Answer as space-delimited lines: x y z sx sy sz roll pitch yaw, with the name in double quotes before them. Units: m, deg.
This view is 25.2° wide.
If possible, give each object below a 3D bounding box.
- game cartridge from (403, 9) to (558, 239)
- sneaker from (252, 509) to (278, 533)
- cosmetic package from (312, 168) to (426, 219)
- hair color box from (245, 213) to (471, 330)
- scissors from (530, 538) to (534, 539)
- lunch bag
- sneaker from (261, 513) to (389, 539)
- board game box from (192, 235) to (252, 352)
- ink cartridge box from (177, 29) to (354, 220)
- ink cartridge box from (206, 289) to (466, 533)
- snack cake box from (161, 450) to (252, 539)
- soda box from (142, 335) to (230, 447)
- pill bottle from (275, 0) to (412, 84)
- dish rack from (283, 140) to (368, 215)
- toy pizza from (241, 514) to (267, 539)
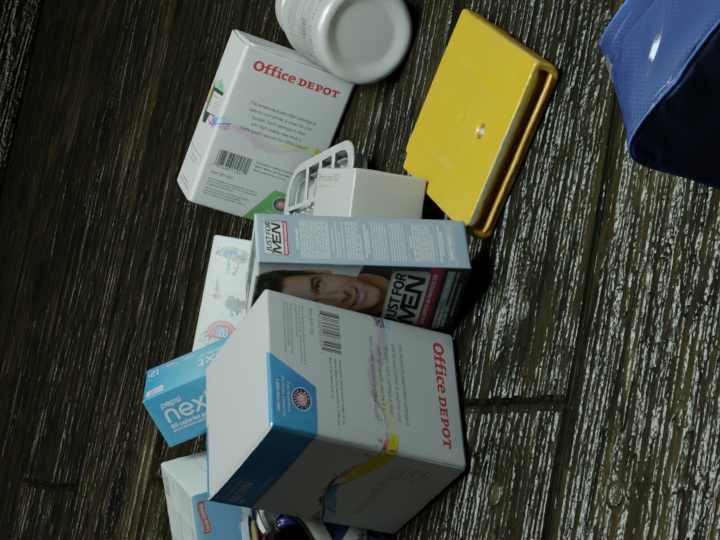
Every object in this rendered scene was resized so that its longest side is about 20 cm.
"game cartridge" 0.112 -0.147 1.573 0.178 0.032 0.200 -67 23 16
"sneaker" -0.075 0.189 1.725 0.114 0.075 0.202 -49 41 42
"cosmetic package" 0.000 0.000 1.629 0.107 0.084 0.202 -175 91 -67
"hair color box" -0.005 0.003 1.502 0.099 0.198 0.061 103 165 -51
"scissors" 0.092 0.286 1.381 0.201 0.014 0.073 -65 24 23
"lunch bag" 0.266 -0.173 1.131 0.200 0.135 0.133 -53 33 38
"sneaker" -0.037 0.235 1.563 0.081 0.114 0.201 -54 32 35
"board game box" -0.143 0.072 1.854 0.148 0.064 0.202 46 -127 -78
"ink cartridge box" -0.113 -0.166 1.916 0.202 0.144 0.084 -68 24 15
"ink cartridge box" -0.025 0.135 1.494 0.146 0.198 0.148 -50 34 44
"snack cake box" -0.156 0.309 1.738 0.115 0.067 0.202 -154 55 -63
"soda box" -0.129 0.112 1.723 0.198 0.068 0.064 -23 26 9
"pill bottle" -0.026 -0.287 1.840 0.200 0.113 0.115 41 113 63
"dish rack" -0.041 -0.033 1.810 0.171 0.043 0.202 -19 59 60
"toy pizza" -0.080 0.339 1.598 0.200 0.031 0.202 166 90 -88
